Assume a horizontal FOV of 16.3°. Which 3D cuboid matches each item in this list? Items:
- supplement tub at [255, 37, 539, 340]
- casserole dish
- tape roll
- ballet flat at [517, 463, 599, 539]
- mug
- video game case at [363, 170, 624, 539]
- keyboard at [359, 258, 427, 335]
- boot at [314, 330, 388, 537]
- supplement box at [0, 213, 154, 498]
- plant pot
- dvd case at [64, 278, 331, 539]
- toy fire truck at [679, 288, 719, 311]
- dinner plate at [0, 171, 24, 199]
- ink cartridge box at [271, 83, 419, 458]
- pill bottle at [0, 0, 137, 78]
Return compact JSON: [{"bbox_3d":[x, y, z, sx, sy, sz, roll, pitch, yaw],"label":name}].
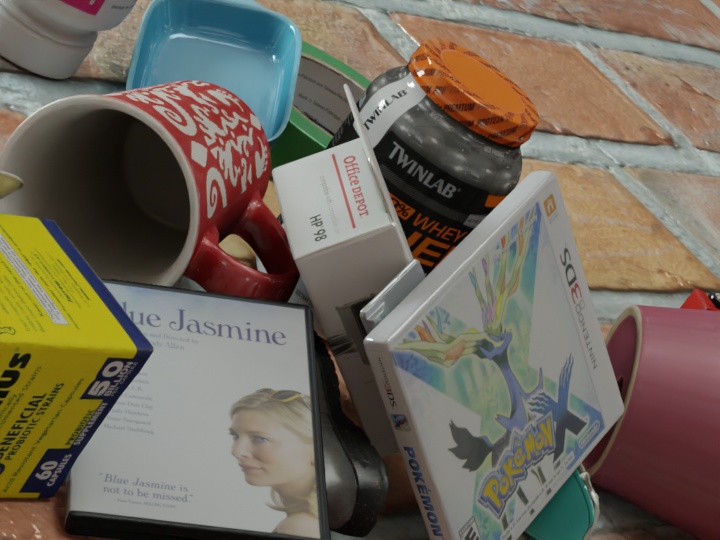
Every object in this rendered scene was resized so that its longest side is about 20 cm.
[{"bbox_3d":[0.027,-0.052,1.711,0.122,0.200,0.123,30,22,-13],"label":"supplement tub"},{"bbox_3d":[-0.109,-0.137,1.836,0.121,0.039,0.200,12,39,-4],"label":"casserole dish"},{"bbox_3d":[-0.028,-0.111,1.963,0.200,0.048,0.201,30,23,-14],"label":"tape roll"},{"bbox_3d":[0.085,0.114,1.649,0.200,0.072,0.072,47,24,21],"label":"ballet flat"},{"bbox_3d":[-0.125,-0.037,1.584,0.178,0.133,0.200,59,17,-3],"label":"mug"},{"bbox_3d":[0.087,0.066,1.536,0.022,0.183,0.200,3,34,38],"label":"video game case"},{"bbox_3d":[0.050,0.089,1.518,0.011,0.200,0.056,5,39,38],"label":"keyboard"},{"bbox_3d":[-0.076,0.078,1.477,0.131,0.070,0.200,9,26,-34],"label":"boot"},{"bbox_3d":[-0.224,0.040,1.265,0.200,0.109,0.110,6,36,-51],"label":"supplement box"},{"bbox_3d":[0.257,0.109,1.766,0.179,0.200,0.200,17,24,-7],"label":"plant pot"},{"bbox_3d":[-0.092,0.079,1.400,0.142,0.018,0.200,7,38,-11],"label":"dvd case"},{"bbox_3d":[0.325,0.082,2.091,0.200,0.049,0.141,21,26,-35],"label":"toy fire truck"},{"bbox_3d":[-0.278,-0.039,1.321,0.200,0.024,0.200,-2,-5,0],"label":"dinner plate"},{"bbox_3d":[0.000,0.000,1.548,0.116,0.067,0.200,-107,176,-58],"label":"ink cartridge box"},{"bbox_3d":[-0.192,-0.242,1.775,0.113,0.200,0.113,30,22,-13],"label":"pill bottle"}]
